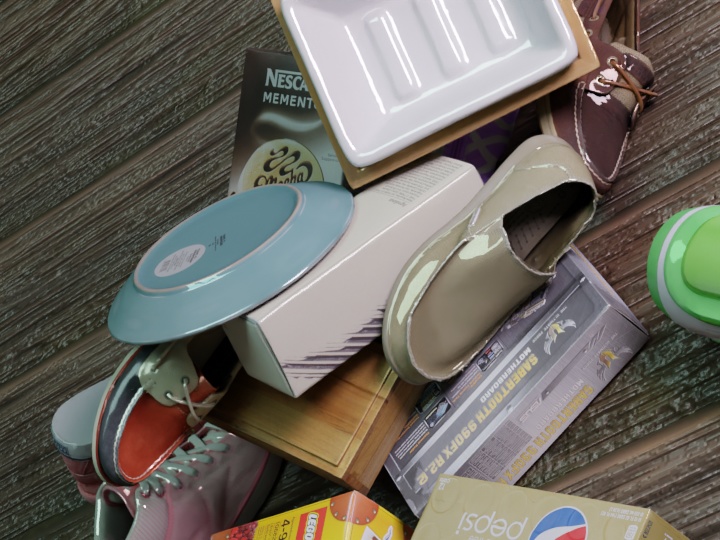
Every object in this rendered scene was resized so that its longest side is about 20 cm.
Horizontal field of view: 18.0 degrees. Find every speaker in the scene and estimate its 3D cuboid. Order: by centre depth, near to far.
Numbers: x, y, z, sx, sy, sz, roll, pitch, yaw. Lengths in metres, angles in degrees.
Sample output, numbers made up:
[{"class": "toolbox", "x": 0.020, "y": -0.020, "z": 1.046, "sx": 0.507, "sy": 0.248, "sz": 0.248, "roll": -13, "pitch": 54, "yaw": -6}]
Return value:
[{"class": "speaker", "x": 0.268, "y": 0.012, "z": 1.401, "sx": 0.199, "sy": 0.088, "sz": 0.089, "roll": 16, "pitch": 73, "yaw": 55}]

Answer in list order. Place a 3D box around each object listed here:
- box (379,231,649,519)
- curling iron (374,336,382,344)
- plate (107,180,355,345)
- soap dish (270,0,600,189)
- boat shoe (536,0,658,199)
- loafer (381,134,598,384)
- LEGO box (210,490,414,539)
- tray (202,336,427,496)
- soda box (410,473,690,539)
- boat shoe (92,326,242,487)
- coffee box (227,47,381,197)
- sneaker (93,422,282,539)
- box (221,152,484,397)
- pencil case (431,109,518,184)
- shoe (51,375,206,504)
[{"class": "box", "x": 0.091, "y": 0.068, "z": 1.596, "sx": 0.200, "sy": 0.048, "sz": 0.159, "roll": -48, "pitch": 35, "yaw": 8}, {"class": "curling iron", "x": 0.050, "y": 0.008, "z": 1.710, "sx": 0.200, "sy": 0.050, "sz": 0.026, "roll": -51, "pitch": 34, "yaw": -5}, {"class": "plate", "x": -0.097, "y": -0.015, "z": 1.617, "sx": 0.199, "sy": 0.026, "sz": 0.201, "roll": -23, "pitch": 23, "yaw": 11}, {"class": "soap dish", "x": 0.054, "y": -0.171, "z": 1.624, "sx": 0.199, "sy": 0.081, "sz": 0.158, "roll": -26, "pitch": 83, "yaw": 14}, {"class": "boat shoe", "x": 0.179, "y": -0.139, "z": 1.658, "sx": 0.072, "sy": 0.072, "sz": 0.201, "roll": -28, "pitch": 35, "yaw": 34}, {"class": "loafer", "x": 0.090, "y": -0.006, "z": 1.552, "sx": 0.201, "sy": 0.076, "sz": 0.068, "roll": -54, "pitch": 28, "yaw": -3}, {"class": "LEGO box", "x": -0.047, "y": 0.270, "z": 1.558, "sx": 0.148, "sy": 0.077, "sz": 0.201, "roll": -22, "pitch": 45, "yaw": 39}, {"class": "tray", "x": -0.050, "y": 0.082, "z": 1.643, "sx": 0.199, "sy": 0.037, "sz": 0.099, "roll": 20, "pitch": 76, "yaw": 44}, {"class": "soda box", "x": 0.120, "y": 0.182, "z": 1.447, "sx": 0.199, "sy": 0.064, "sz": 0.068, "roll": 5, "pitch": 64, "yaw": 51}, {"class": "boat shoe", "x": -0.121, "y": 0.070, "z": 1.633, "sx": 0.062, "sy": 0.071, "sz": 0.201, "roll": 16, "pitch": 68, "yaw": 46}, {"class": "coffee box", "x": -0.037, "y": -0.064, "z": 1.749, "sx": 0.112, "sy": 0.080, "sz": 0.202, "roll": 10, "pitch": 94, "yaw": 36}, {"class": "sneaker", "x": -0.133, "y": 0.160, "z": 1.739, "sx": 0.075, "sy": 0.104, "sz": 0.201, "roll": 5, "pitch": 63, "yaw": 53}, {"class": "box", "x": 0.000, "y": 0.000, "z": 1.597, "sx": 0.199, "sy": 0.069, "sz": 0.082, "roll": -36, "pitch": 25, "yaw": -18}, {"class": "pencil case", "x": 0.092, "y": -0.156, "z": 1.706, "sx": 0.086, "sy": 0.083, "sz": 0.202, "roll": -124, "pitch": 50, "yaw": -75}, {"class": "shoe", "x": -0.148, "y": 0.114, "z": 1.829, "sx": 0.199, "sy": 0.091, "sz": 0.072, "roll": -27, "pitch": 50, "yaw": -12}]
